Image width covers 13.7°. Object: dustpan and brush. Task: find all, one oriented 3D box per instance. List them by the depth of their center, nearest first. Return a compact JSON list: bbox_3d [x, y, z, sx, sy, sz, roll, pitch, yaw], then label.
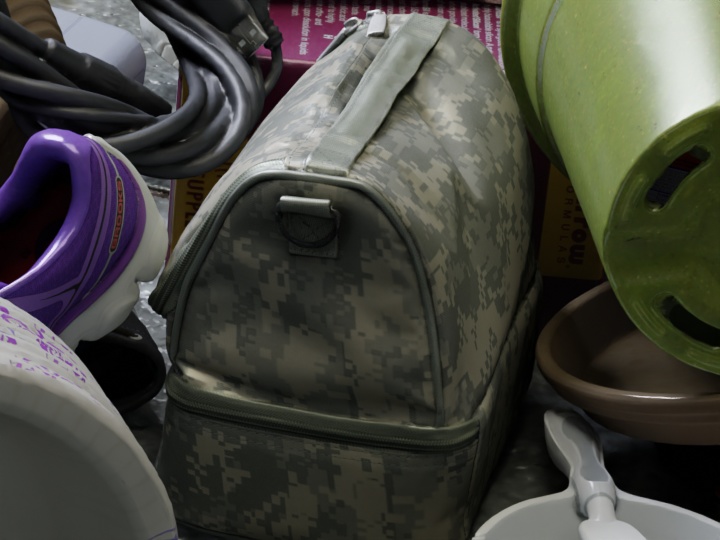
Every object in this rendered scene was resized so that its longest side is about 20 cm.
[{"bbox_3d":[0.093,0.105,1.139,0.139,0.057,0.200,2,14,-9],"label":"dustpan and brush"}]

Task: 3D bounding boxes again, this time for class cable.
[{"bbox_3d":[-0.124,-0.118,1.229,0.200,0.051,0.163,45,37,-4],"label":"cable"}]

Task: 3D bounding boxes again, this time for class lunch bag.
[{"bbox_3d":[0.000,0.000,1.214,0.139,0.168,0.200,12,26,10],"label":"lunch bag"}]

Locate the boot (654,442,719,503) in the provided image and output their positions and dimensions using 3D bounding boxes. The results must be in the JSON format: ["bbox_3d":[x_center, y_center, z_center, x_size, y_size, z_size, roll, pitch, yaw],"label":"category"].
[{"bbox_3d":[0.227,0.074,1.232,0.200,0.072,0.144,14,26,33],"label":"boot"}]

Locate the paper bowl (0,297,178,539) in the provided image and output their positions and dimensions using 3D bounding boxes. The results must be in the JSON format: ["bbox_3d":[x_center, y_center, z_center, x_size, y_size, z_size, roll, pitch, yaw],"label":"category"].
[{"bbox_3d":[-0.165,0.092,0.947,0.200,0.201,0.104,-6,29,-23],"label":"paper bowl"}]

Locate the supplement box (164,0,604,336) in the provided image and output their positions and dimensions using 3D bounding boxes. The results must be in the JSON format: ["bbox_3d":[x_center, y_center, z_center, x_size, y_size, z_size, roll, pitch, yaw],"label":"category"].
[{"bbox_3d":[0.015,-0.050,1.365,0.200,0.131,0.103,5,25,-1],"label":"supplement box"}]

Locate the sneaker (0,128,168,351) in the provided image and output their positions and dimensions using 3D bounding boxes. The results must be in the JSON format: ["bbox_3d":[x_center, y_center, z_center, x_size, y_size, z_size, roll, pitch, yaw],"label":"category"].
[{"bbox_3d":[-0.158,0.029,1.125,0.081,0.200,0.083,27,-12,29],"label":"sneaker"}]

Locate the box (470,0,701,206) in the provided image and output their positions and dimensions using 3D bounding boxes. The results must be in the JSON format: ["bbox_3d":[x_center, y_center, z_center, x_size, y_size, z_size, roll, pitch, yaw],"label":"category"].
[{"bbox_3d":[0.093,-0.079,1.474,0.200,0.100,0.095,16,26,20],"label":"box"}]

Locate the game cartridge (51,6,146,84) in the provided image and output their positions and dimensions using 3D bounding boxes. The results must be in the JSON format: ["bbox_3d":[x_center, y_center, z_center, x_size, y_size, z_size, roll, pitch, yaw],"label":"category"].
[{"bbox_3d":[-0.219,-0.109,1.541,0.200,0.041,0.133,12,22,11],"label":"game cartridge"}]

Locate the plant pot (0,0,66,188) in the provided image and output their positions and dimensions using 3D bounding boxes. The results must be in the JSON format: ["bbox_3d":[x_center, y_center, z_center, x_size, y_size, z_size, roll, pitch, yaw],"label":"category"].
[{"bbox_3d":[-0.182,-0.062,1.273,0.093,0.201,0.201,24,29,13],"label":"plant pot"}]

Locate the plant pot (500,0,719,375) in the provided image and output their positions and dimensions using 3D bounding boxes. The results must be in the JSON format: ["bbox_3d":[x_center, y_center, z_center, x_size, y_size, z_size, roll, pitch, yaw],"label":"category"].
[{"bbox_3d":[0.154,-0.055,1.188,0.200,0.200,0.190,6,31,-1],"label":"plant pot"}]

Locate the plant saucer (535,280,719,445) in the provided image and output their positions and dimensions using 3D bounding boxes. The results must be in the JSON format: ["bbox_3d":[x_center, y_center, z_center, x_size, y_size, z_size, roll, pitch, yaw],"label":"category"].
[{"bbox_3d":[0.172,0.026,1.229,0.200,0.030,0.200,-12,17,4],"label":"plant saucer"}]

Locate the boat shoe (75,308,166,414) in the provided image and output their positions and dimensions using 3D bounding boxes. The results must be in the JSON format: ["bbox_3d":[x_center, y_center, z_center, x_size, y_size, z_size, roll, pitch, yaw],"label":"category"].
[{"bbox_3d":[-0.169,0.044,1.209,0.200,0.070,0.066,-2,25,-34],"label":"boat shoe"}]

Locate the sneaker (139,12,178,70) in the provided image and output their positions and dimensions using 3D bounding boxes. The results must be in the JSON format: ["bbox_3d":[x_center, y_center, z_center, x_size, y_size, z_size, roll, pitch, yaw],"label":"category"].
[{"bbox_3d":[-0.022,-0.129,1.601,0.200,0.076,0.081,5,14,-14],"label":"sneaker"}]
